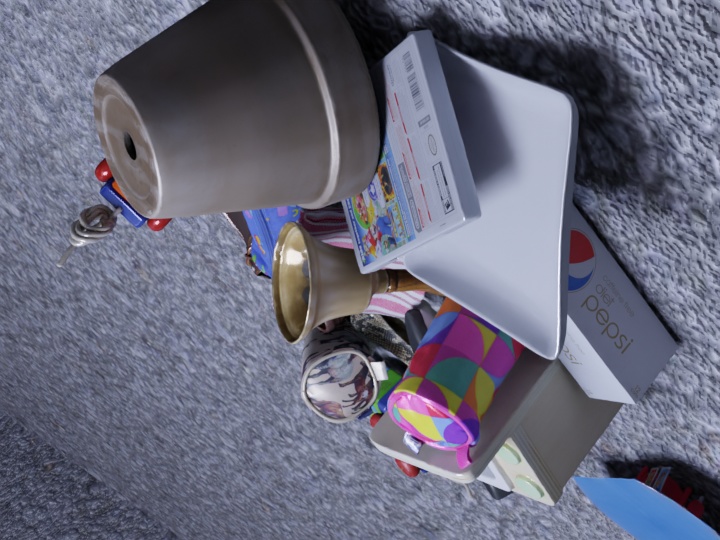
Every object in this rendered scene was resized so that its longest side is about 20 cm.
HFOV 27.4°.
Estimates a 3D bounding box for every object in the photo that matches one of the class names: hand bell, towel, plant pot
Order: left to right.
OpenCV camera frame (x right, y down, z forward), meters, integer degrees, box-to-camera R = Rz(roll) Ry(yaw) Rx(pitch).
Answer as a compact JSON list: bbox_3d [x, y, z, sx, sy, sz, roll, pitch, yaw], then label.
[{"bbox_3d":[-0.109,-0.126,1.164,0.200,0.173,0.201,44,146,41],"label":"plant pot"},{"bbox_3d":[0.000,0.000,1.376,0.145,0.030,0.200,5,153,-10],"label":"towel"},{"bbox_3d":[0.031,0.008,1.294,0.104,0.199,0.105,179,90,-68],"label":"hand bell"}]

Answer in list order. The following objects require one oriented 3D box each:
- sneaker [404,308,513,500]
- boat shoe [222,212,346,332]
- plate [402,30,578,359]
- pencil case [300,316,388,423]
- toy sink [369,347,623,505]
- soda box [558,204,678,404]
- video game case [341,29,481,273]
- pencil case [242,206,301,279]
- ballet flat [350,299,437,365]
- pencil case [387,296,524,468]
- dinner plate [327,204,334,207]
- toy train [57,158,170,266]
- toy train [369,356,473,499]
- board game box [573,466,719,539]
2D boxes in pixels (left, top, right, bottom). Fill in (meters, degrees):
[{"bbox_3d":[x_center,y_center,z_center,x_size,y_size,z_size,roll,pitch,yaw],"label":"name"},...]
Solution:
[{"bbox_3d":[0.129,0.109,1.427,0.202,0.107,0.067,62,174,6],"label":"sneaker"},{"bbox_3d":[-0.085,-0.020,1.560,0.200,0.070,0.070,42,160,1],"label":"boat shoe"},{"bbox_3d":[0.097,-0.061,1.092,0.199,0.032,0.201,32,129,50],"label":"plate"},{"bbox_3d":[-0.018,0.101,1.569,0.200,0.089,0.078,-100,4,-80],"label":"pencil case"},{"bbox_3d":[0.129,0.124,1.297,0.130,0.200,0.112,13,146,48],"label":"toy sink"},{"bbox_3d":[0.169,0.015,1.196,0.200,0.068,0.064,50,158,-21],"label":"soda box"},{"bbox_3d":[0.026,-0.086,1.155,0.200,0.018,0.144,-27,77,65],"label":"video game case"},{"bbox_3d":[-0.077,-0.062,1.378,0.078,0.087,0.200,22,155,17],"label":"pencil case"},{"bbox_3d":[0.075,0.076,1.495,0.200,0.068,0.076,35,136,18],"label":"ballet flat"},{"bbox_3d":[0.095,0.061,1.230,0.088,0.201,0.089,22,149,14],"label":"pencil case"},{"bbox_3d":[-0.098,-0.130,1.430,0.200,0.024,0.200,35,159,15],"label":"dinner plate"},{"bbox_3d":[-0.198,-0.084,1.370,0.085,0.200,0.116,43,153,-9],"label":"toy train"},{"bbox_3d":[0.056,0.184,1.714,0.116,0.085,0.200,32,160,48],"label":"toy train"},{"bbox_3d":[0.304,0.235,1.447,0.158,0.039,0.200,39,164,-10],"label":"board game box"}]
